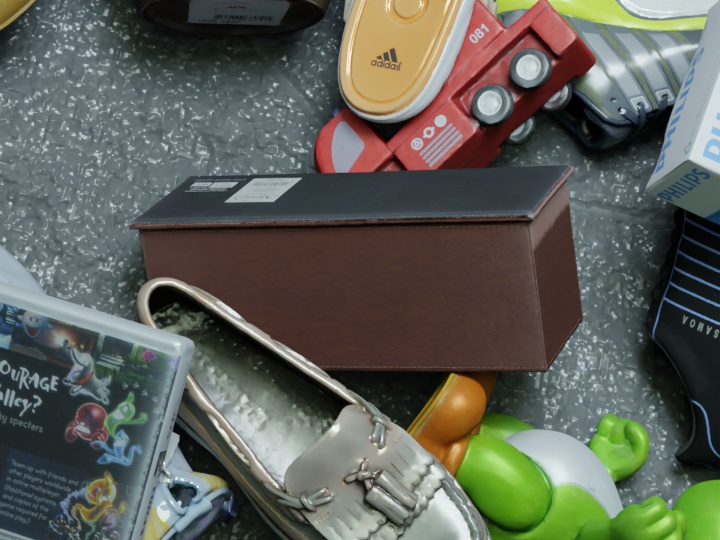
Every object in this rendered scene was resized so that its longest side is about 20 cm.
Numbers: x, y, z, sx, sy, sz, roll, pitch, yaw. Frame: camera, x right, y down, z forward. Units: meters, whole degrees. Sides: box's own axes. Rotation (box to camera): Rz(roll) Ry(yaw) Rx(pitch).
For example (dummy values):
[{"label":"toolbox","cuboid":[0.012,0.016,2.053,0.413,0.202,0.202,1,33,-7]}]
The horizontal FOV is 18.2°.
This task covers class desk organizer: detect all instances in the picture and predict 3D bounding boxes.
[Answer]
[{"label":"desk organizer","cuboid":[0.000,0.000,1.063,0.199,0.072,0.077,-1,110,21]}]

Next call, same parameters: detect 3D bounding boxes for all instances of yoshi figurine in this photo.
[{"label":"yoshi figurine","cuboid":[0.121,0.107,1.057,0.200,0.112,0.112,36,61,2]}]

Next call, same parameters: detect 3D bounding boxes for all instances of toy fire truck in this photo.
[{"label":"toy fire truck","cuboid":[0.040,-0.124,1.127,0.200,0.049,0.141,-43,68,7]}]

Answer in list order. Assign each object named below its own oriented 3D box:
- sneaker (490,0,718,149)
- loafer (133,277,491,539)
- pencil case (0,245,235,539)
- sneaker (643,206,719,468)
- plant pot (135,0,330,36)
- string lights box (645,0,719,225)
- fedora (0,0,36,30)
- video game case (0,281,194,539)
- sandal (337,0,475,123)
[{"label":"sneaker","cuboid":[0.150,-0.098,1.167,0.199,0.074,0.081,10,74,2]},{"label":"loafer","cuboid":[-0.028,0.075,1.001,0.200,0.063,0.072,37,75,18]},{"label":"pencil case","cuboid":[-0.150,0.061,1.035,0.083,0.091,0.200,-40,79,-21]},{"label":"sneaker","cuboid":[0.175,0.000,1.110,0.078,0.070,0.201,-14,77,28]},{"label":"plant pot","cuboid":[-0.063,-0.225,1.130,0.186,0.187,0.201,1,83,-9]},{"label":"string lights box","cuboid":[0.246,-0.048,1.054,0.200,0.059,0.103,23,73,-8]},{"label":"fedora","cuboid":[-0.232,-0.198,1.094,0.200,0.082,0.201,-4,75,14]},{"label":"video game case","cuboid":[-0.189,0.090,0.991,0.199,0.023,0.182,16,93,12]},{"label":"sandal","cuboid":[0.032,-0.174,1.082,0.079,0.059,0.207,12,82,23]}]
